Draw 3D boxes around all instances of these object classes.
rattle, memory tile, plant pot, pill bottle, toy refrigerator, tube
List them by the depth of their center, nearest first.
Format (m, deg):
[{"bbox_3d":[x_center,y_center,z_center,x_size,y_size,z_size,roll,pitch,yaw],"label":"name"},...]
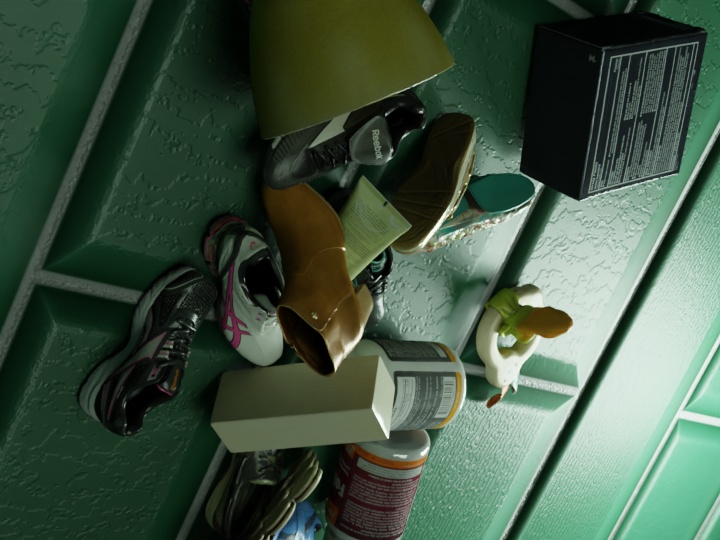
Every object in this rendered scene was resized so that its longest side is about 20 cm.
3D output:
[{"bbox_3d":[-0.027,-0.228,1.033,0.199,0.200,0.143,-27,103,-25],"label":"plant pot"},{"bbox_3d":[-0.023,-0.015,1.233,0.058,0.052,0.200,18,132,-27],"label":"tube"},{"bbox_3d":[-0.065,0.157,1.261,0.198,0.076,0.070,-9,135,18],"label":"toy refrigerator"},{"bbox_3d":[-0.117,0.313,1.359,0.017,0.153,0.200,40,87,-6],"label":"memory tile"},{"bbox_3d":[0.031,0.146,1.392,0.199,0.116,0.117,5,112,-41],"label":"pill bottle"},{"bbox_3d":[0.016,0.300,1.472,0.113,0.114,0.202,-1,115,-39],"label":"pill bottle"},{"bbox_3d":[0.242,0.130,1.548,0.130,0.142,0.202,-24,124,-51],"label":"rattle"}]

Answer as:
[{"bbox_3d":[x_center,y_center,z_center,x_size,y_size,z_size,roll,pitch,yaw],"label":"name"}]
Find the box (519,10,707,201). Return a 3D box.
[{"bbox_3d":[0.323,-0.218,1.411,0.197,0.123,0.202,-15,122,-34],"label":"box"}]

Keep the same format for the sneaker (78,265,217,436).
[{"bbox_3d":[-0.213,0.096,1.177,0.080,0.086,0.201,32,92,-47],"label":"sneaker"}]

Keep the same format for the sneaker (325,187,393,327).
[{"bbox_3d":[0.000,0.000,1.304,0.075,0.079,0.201,-32,133,-21],"label":"sneaker"}]

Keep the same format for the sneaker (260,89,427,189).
[{"bbox_3d":[-0.011,-0.140,1.147,0.199,0.090,0.067,-32,131,-20],"label":"sneaker"}]

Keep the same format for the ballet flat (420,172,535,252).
[{"bbox_3d":[0.133,-0.074,1.391,0.199,0.076,0.064,-18,157,-26],"label":"ballet flat"}]

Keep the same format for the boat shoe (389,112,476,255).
[{"bbox_3d":[0.093,-0.093,1.301,0.201,0.073,0.069,-61,151,-24],"label":"boat shoe"}]

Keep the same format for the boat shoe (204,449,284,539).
[{"bbox_3d":[-0.126,0.247,1.354,0.071,0.066,0.202,17,104,-44],"label":"boat shoe"}]

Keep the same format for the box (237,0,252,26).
[{"bbox_3d":[-0.039,-0.252,1.147,0.136,0.038,0.201,-39,134,-15],"label":"box"}]

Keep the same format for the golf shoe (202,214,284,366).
[{"bbox_3d":[-0.119,0.039,1.219,0.072,0.092,0.201,-31,133,-22],"label":"golf shoe"}]

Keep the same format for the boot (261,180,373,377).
[{"bbox_3d":[-0.060,0.001,1.145,0.202,0.070,0.144,57,28,-10],"label":"boot"}]

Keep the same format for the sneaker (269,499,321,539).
[{"bbox_3d":[-0.095,0.358,1.366,0.078,0.200,0.066,44,117,-6],"label":"sneaker"}]
